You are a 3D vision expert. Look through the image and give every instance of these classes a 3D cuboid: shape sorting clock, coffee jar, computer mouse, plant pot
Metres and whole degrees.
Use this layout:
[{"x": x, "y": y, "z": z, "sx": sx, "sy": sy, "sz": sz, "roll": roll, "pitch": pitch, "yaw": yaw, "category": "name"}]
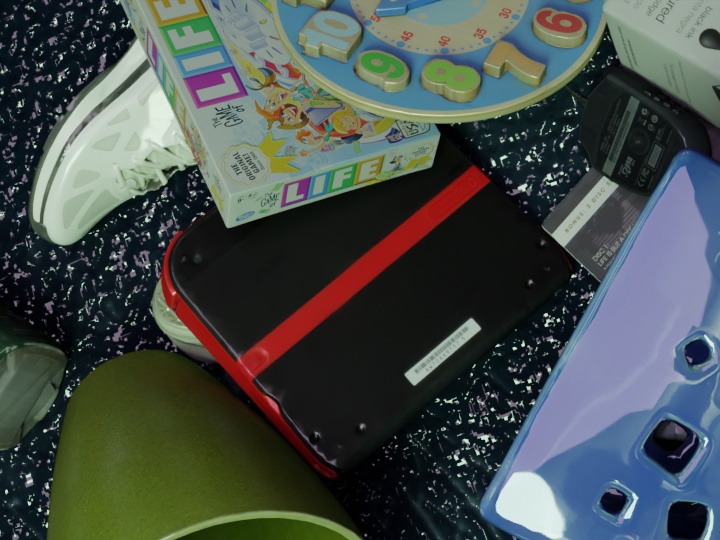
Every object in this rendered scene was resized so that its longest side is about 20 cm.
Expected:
[{"x": 0.046, "y": -0.164, "z": 1.005, "sx": 0.198, "sy": 0.039, "sz": 0.201, "roll": -3, "pitch": 51, "yaw": 4, "category": "shape sorting clock"}, {"x": -0.293, "y": 0.031, "z": 1.109, "sx": 0.199, "sy": 0.104, "sz": 0.086, "roll": 33, "pitch": 91, "yaw": 20, "category": "coffee jar"}, {"x": 0.131, "y": -0.107, "z": 1.015, "sx": 0.200, "sy": 0.034, "sz": 0.059, "roll": 42, "pitch": 128, "yaw": 30, "category": "computer mouse"}, {"x": -0.103, "y": 0.142, "z": 0.991, "sx": 0.187, "sy": 0.187, "sz": 0.200, "roll": -41, "pitch": 40, "yaw": 10, "category": "plant pot"}, {"x": 0.188, "y": 0.072, "z": 0.850, "sx": 0.179, "sy": 0.200, "sz": 0.201, "roll": 31, "pitch": 94, "yaw": 11, "category": "plant pot"}]

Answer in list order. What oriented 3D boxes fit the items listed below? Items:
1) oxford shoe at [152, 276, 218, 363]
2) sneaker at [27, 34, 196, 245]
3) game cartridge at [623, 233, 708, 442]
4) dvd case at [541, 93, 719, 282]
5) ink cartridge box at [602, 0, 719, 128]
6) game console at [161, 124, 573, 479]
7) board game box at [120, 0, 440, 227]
[{"x": -0.027, "y": 0.029, "z": 1.050, "sx": 0.198, "sy": 0.058, "sz": 0.076, "roll": 2, "pitch": 61, "yaw": 4, "category": "oxford shoe"}, {"x": -0.117, "y": -0.079, "z": 1.079, "sx": 0.115, "sy": 0.076, "sz": 0.201, "roll": 38, "pitch": 93, "yaw": 20, "category": "sneaker"}, {"x": 0.241, "y": 0.036, "z": 0.953, "sx": 0.199, "sy": 0.041, "sz": 0.134, "roll": 6, "pitch": 90, "yaw": 18, "category": "game cartridge"}, {"x": 0.224, "y": -0.015, "z": 0.991, "sx": 0.200, "sy": 0.016, "sz": 0.149, "roll": 44, "pitch": 99, "yaw": 17, "category": "dvd case"}, {"x": 0.257, "y": -0.134, "z": 0.936, "sx": 0.200, "sy": 0.084, "sz": 0.145, "roll": 36, "pitch": 85, "yaw": 26, "category": "ink cartridge box"}, {"x": 0.000, "y": 0.000, "z": 1.020, "sx": 0.200, "sy": 0.031, "sz": 0.177, "roll": -39, "pitch": 77, "yaw": -15, "category": "game console"}, {"x": -0.055, "y": -0.131, "z": 1.029, "sx": 0.134, "sy": 0.034, "sz": 0.201, "roll": -18, "pitch": 62, "yaw": -19, "category": "board game box"}]
